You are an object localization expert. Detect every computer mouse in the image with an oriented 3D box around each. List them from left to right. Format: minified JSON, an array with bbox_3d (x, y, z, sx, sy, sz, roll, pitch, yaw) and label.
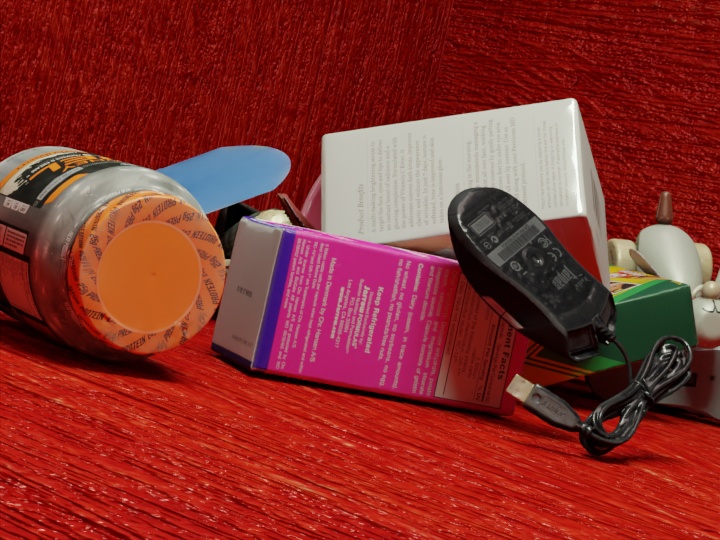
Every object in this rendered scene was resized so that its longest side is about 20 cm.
[{"bbox_3d":[0.116,0.040,1.257,0.200,0.046,0.140,41,46,5],"label":"computer mouse"}]

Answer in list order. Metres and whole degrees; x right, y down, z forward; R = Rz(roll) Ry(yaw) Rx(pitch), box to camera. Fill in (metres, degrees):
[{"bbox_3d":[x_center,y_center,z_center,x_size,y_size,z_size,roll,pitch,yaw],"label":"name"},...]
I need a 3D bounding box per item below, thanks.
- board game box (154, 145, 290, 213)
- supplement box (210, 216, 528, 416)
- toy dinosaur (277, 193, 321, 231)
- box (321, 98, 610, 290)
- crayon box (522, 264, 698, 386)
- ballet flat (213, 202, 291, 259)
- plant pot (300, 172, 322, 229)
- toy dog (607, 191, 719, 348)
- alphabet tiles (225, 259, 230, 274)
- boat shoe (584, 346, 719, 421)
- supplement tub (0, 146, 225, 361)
[{"bbox_3d":[-0.154,-0.053,1.667,0.199,0.039,0.158,-20,23,-13],"label":"board game box"},{"bbox_3d":[0.011,0.033,1.331,0.199,0.104,0.101,13,1,-22],"label":"supplement box"},{"bbox_3d":[0.000,0.000,1.574,0.105,0.201,0.181,29,40,17],"label":"toy dinosaur"},{"bbox_3d":[0.084,-0.036,1.457,0.199,0.107,0.152,-8,-30,13],"label":"box"},{"bbox_3d":[0.162,0.044,1.593,0.172,0.059,0.200,-12,9,-14],"label":"crayon box"},{"bbox_3d":[-0.101,-0.039,1.664,0.066,0.057,0.200,-7,0,-17],"label":"ballet flat"},{"bbox_3d":[0.063,-0.022,1.929,0.200,0.201,0.179,15,-11,43],"label":"plant pot"},{"bbox_3d":[0.284,-0.006,1.654,0.131,0.097,0.200,-6,19,-29],"label":"toy dog"},{"bbox_3d":[-0.130,0.000,1.656,0.199,0.015,0.196,-5,0,-3],"label":"alphabet tiles"},{"bbox_3d":[0.293,0.091,1.664,0.199,0.071,0.091,10,7,1],"label":"boat shoe"},{"bbox_3d":[-0.169,-0.011,1.202,0.122,0.123,0.200,10,3,-30],"label":"supplement tub"}]
